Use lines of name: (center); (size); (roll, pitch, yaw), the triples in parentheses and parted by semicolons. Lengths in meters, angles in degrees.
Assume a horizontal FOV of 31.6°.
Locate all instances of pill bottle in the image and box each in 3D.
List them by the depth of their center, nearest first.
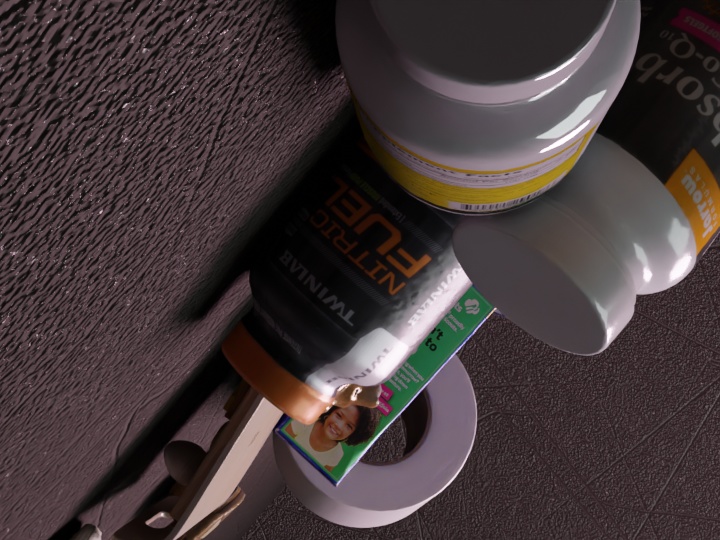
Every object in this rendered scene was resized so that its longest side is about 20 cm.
pill bottle: (0.048, -0.088, 0.494); (0.111, 0.111, 0.200); (-48, 174, -2)
pill bottle: (0.143, -0.061, 0.649); (0.200, 0.116, 0.116); (-49, 174, -18)
pill bottle: (0.009, -0.007, 0.732); (0.200, 0.106, 0.106); (-50, 174, 4)

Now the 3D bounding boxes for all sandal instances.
sandal: (-0.153, 0.211, 1.222); (0.080, 0.054, 0.200); (-44, -171, 6)

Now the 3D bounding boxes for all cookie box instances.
cookie box: (0.003, 0.072, 1.101); (0.200, 0.075, 0.171); (-48, -167, -6)

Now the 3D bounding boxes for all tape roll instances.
tape roll: (0.011, 0.161, 1.332); (0.203, 0.203, 0.139); (-47, 173, -18)

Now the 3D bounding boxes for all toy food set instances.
toy food set: (-0.103, 0.108, 0.940); (0.200, 0.060, 0.143); (-58, 173, 6)

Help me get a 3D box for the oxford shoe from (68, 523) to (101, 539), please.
oxford shoe: (-0.214, 0.244, 0.940); (0.075, 0.058, 0.200); (-41, 169, -37)

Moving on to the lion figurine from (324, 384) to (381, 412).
lion figurine: (0.000, 0.000, 0.842); (0.122, 0.072, 0.200); (-46, 151, -38)

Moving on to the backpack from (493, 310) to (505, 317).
backpack: (0.147, -0.044, 1.157); (0.154, 0.200, 0.190); (-35, 180, -16)
